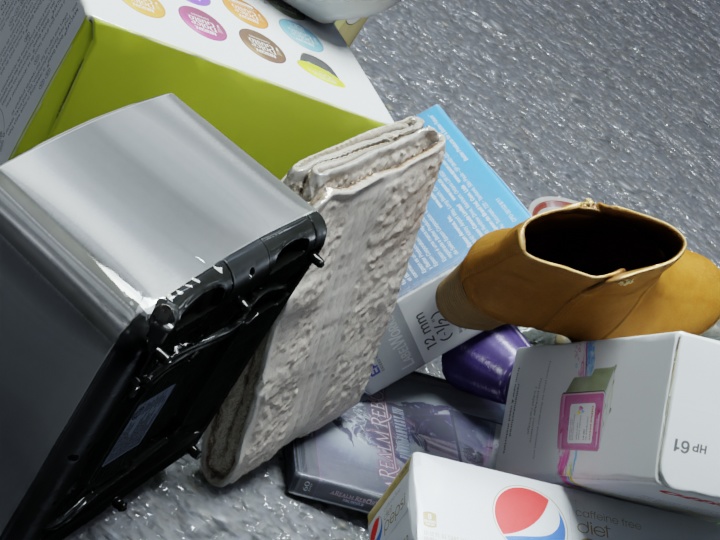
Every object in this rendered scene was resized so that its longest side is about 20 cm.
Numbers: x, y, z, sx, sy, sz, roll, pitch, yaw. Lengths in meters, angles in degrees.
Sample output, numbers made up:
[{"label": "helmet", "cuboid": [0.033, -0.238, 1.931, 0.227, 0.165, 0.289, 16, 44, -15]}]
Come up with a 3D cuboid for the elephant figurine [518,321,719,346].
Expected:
[{"label": "elephant figurine", "cuboid": [0.165, 0.029, 1.500, 0.199, 0.142, 0.155, 24, -8, 15]}]

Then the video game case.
[{"label": "video game case", "cuboid": [0.047, 0.109, 1.278, 0.199, 0.019, 0.143, 17, 28, -16]}]

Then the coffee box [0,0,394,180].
[{"label": "coffee box", "cuboid": [-0.135, -0.084, 1.212, 0.199, 0.201, 0.198, 17, 28, -33]}]

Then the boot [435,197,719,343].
[{"label": "boot", "cuboid": [0.152, 0.003, 1.204, 0.200, 0.144, 0.071, 0, 77, -23]}]

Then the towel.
[{"label": "towel", "cuboid": [-0.019, 0.016, 1.157, 0.034, 0.201, 0.132, 32, 34, 24]}]

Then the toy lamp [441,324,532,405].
[{"label": "toy lamp", "cuboid": [0.039, 0.026, 1.356, 0.058, 0.059, 0.200, 8, 18, -44]}]

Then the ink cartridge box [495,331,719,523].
[{"label": "ink cartridge box", "cuboid": [0.185, 0.093, 1.195, 0.144, 0.085, 0.200, 14, -8, -20]}]

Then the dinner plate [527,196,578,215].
[{"label": "dinner plate", "cuboid": [0.212, 0.012, 1.699, 0.199, 0.024, 0.201, 29, 25, -15]}]

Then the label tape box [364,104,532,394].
[{"label": "label tape box", "cuboid": [0.000, 0.000, 1.312, 0.143, 0.199, 0.066, 55, -6, 48]}]

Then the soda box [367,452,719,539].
[{"label": "soda box", "cuboid": [0.106, 0.163, 1.180, 0.199, 0.068, 0.064, 14, 46, -18]}]

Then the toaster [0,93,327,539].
[{"label": "toaster", "cuboid": [-0.122, 0.023, 1.027, 0.119, 0.200, 0.181, 41, 34, 10]}]

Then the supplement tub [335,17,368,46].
[{"label": "supplement tub", "cuboid": [-0.069, -0.192, 1.495, 0.144, 0.201, 0.145, 28, 25, -14]}]

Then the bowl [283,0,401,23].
[{"label": "bowl", "cuboid": [-0.042, -0.220, 1.252, 0.199, 0.075, 0.200, 33, 22, -2]}]
